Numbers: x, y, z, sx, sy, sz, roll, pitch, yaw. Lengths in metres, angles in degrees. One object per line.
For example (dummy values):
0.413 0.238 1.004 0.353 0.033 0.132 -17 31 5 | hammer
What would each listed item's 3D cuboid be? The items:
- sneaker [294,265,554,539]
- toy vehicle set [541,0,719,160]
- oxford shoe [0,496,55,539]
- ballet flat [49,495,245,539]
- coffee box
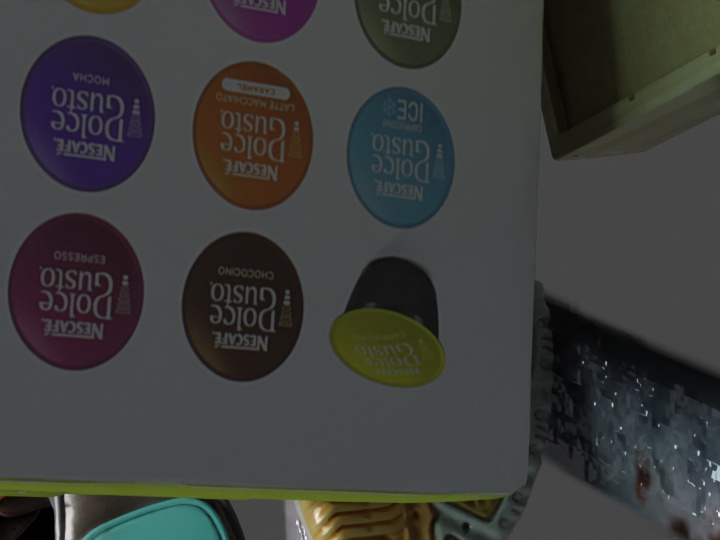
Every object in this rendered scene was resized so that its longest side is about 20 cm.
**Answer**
0.000 0.000 0.665 0.088 0.076 0.200 125 141 -63 | sneaker
0.062 -0.136 0.537 0.124 0.026 0.200 -26 74 63 | toy vehicle set
-0.146 0.068 0.882 0.200 0.071 0.073 44 176 -26 | oxford shoe
-0.080 0.081 0.857 0.073 0.073 0.200 -26 80 63 | ballet flat
-0.094 -0.049 0.551 0.200 0.199 0.198 -3 82 53 | coffee box
